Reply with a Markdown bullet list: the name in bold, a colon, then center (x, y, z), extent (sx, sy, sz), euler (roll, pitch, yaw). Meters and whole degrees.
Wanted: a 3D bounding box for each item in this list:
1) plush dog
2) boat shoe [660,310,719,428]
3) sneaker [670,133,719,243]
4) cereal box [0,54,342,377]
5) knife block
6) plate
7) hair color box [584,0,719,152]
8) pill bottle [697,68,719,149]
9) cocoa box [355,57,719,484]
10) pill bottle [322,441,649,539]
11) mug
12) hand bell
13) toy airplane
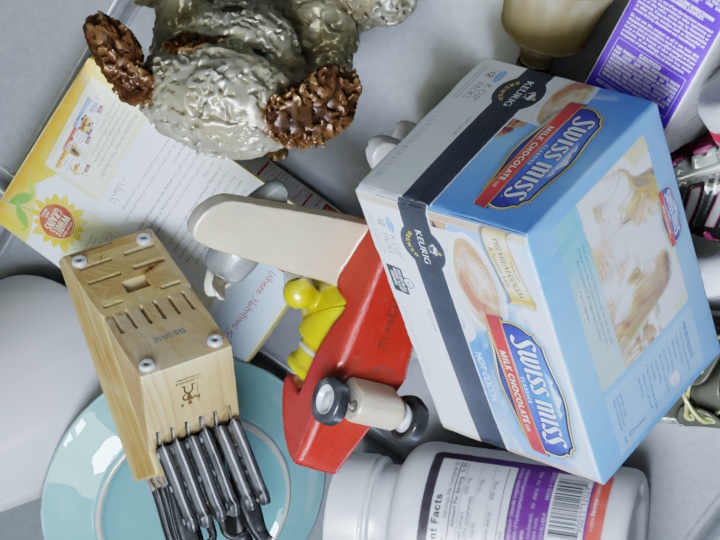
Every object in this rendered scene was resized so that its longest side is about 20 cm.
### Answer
- **plush dog**: center (-0.076, -0.122, 1.672), extent (0.200, 0.172, 0.161), euler (10, 113, 12)
- **boat shoe**: center (0.232, 0.065, 1.713), extent (0.201, 0.060, 0.072), euler (-6, 109, 19)
- **sneaker**: center (0.225, -0.039, 1.667), extent (0.200, 0.074, 0.088), euler (-22, 97, 18)
- **cereal box**: center (-0.127, -0.035, 1.795), extent (0.200, 0.040, 0.144), euler (36, 116, 0)
- **knife block**: center (-0.123, 0.096, 1.746), extent (0.064, 0.200, 0.176), euler (-18, 132, -19)
- **plate**: center (-0.114, 0.153, 1.810), extent (0.200, 0.026, 0.201), euler (-9, 116, -18)
- **hair color box**: center (0.208, -0.167, 1.600), extent (0.065, 0.109, 0.200), euler (36, 116, 14)
- **pill bottle**: center (0.290, -0.044, 1.569), extent (0.111, 0.111, 0.200), euler (-28, 106, 24)
- **cocoa box**: center (0.109, 0.000, 1.600), extent (0.131, 0.133, 0.200), euler (18, 141, 39)
- **pill bottle**: center (0.081, 0.171, 1.772), extent (0.200, 0.111, 0.112), euler (7, 112, 15)
- **mug**: center (-0.255, 0.114, 1.811), extent (0.149, 0.153, 0.187), euler (22, 119, 25)
- **hand bell**: center (0.106, -0.120, 1.681), extent (0.104, 0.104, 0.200), euler (21, 128, 8)
- **toy airplane**: center (0.000, 0.000, 1.696), extent (0.141, 0.199, 0.200), euler (18, 137, 57)
